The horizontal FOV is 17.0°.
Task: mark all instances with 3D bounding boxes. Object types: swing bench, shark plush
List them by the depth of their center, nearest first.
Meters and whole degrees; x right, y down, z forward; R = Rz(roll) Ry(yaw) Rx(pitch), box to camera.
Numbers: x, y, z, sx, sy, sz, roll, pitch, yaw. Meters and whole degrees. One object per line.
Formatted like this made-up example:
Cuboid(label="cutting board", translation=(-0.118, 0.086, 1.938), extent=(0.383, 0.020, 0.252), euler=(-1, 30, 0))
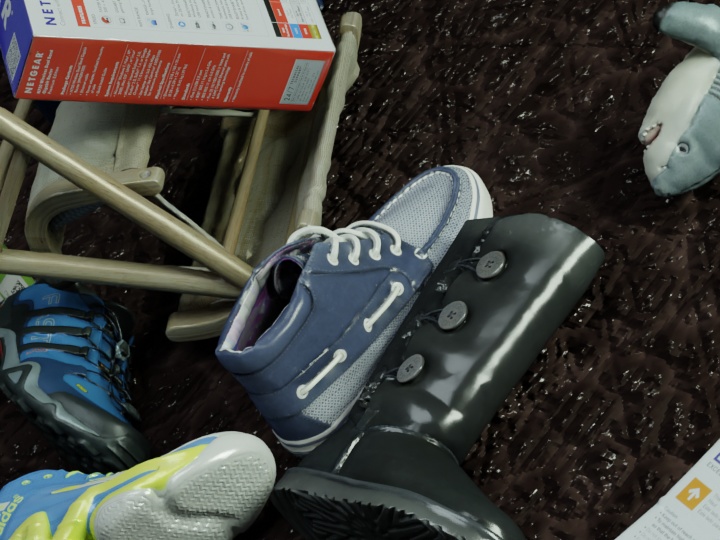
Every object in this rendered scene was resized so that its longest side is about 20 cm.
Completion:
Cuboid(label="shark plush", translation=(0.244, -0.098, 1.278), extent=(0.200, 0.091, 0.083), euler=(-10, 60, 0))
Cuboid(label="swing bench", translation=(-0.115, -0.076, 1.419), extent=(0.199, 0.200, 0.130), euler=(-78, 10, -48))

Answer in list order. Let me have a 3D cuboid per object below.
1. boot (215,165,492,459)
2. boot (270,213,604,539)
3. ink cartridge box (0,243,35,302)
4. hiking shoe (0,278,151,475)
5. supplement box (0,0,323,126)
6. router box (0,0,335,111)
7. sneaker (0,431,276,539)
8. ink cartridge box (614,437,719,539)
Cuboid(label="boot", translation=(0.000, 0.000, 1.309), extent=(0.073, 0.090, 0.200), euler=(4, 52, 40))
Cuboid(label="boot", translation=(0.067, 0.062, 1.221), extent=(0.165, 0.066, 0.200), euler=(14, 55, 44))
Cuboid(label="ink cartridge box", translation=(-0.310, 0.064, 1.493), extent=(0.148, 0.076, 0.200), euler=(1, 49, 38))
Cuboid(label="hiking shoe", translation=(-0.164, 0.052, 1.394), extent=(0.087, 0.074, 0.200), euler=(-42, 38, -7))
Cuboid(label="supplement box", translation=(-0.158, -0.223, 1.633), extent=(0.200, 0.134, 0.200), euler=(-30, 38, 8))
Cuboid(label="router box", translation=(-0.127, -0.181, 1.386), extent=(0.179, 0.049, 0.200), euler=(1, 48, -25))
Cuboid(label="sneaker", translation=(-0.142, 0.127, 1.291), extent=(0.200, 0.076, 0.105), euler=(-33, 42, 5))
Cuboid(label="ink cartridge box", translation=(0.150, 0.187, 1.034), extent=(0.200, 0.041, 0.200), euler=(-41, 37, -6))
